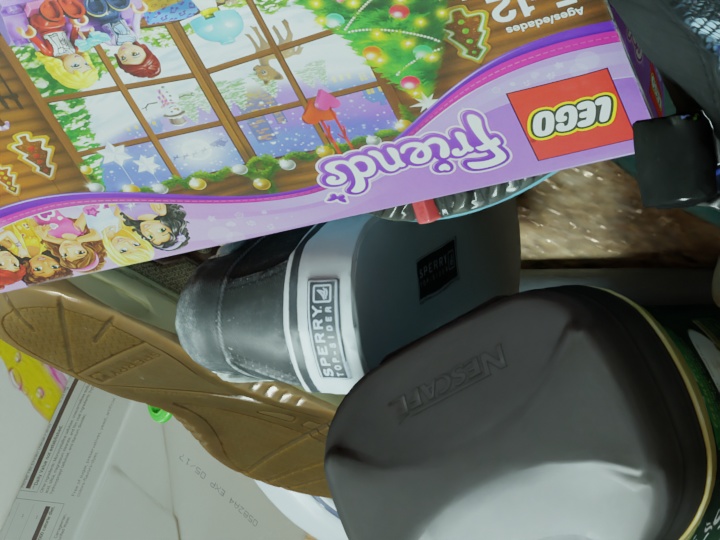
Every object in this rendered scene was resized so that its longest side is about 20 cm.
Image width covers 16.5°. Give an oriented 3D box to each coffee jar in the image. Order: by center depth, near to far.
[{"bbox_3d":[0.071,0.056,0.743,0.104,0.085,0.200,-30,166,20],"label":"coffee jar"}]

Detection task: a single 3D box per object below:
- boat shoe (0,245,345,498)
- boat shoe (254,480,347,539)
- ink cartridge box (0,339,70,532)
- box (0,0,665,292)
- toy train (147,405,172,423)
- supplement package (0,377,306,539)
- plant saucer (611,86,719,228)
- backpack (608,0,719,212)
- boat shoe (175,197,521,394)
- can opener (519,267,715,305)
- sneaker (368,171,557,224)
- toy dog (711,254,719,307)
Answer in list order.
[{"bbox_3d":[-0.039,0.019,0.852,0.200,0.072,0.072,28,147,-33],"label":"boat shoe"},{"bbox_3d":[0.037,0.092,1.067,0.200,0.072,0.062,28,135,-29],"label":"boat shoe"},{"bbox_3d":[-0.193,0.006,0.899,0.145,0.200,0.147,38,151,-31],"label":"ink cartridge box"},{"bbox_3d":[-0.038,-0.067,0.615,0.200,0.039,0.137,-12,136,17],"label":"box"},{"bbox_3d":[-0.029,0.017,0.961,0.042,0.056,0.200,4,164,-32],"label":"toy train"},{"bbox_3d":[-0.160,0.137,1.191,0.200,0.151,0.152,2,149,36],"label":"supplement package"},{"bbox_3d":[0.145,-0.062,0.696,0.200,0.036,0.200,17,154,9],"label":"plant saucer"},{"bbox_3d":[0.137,-0.116,0.425,0.200,0.183,0.147,-1,148,29],"label":"backpack"},{"bbox_3d":[0.000,0.003,0.797,0.068,0.074,0.199,-1,-167,20],"label":"boat shoe"},{"bbox_3d":[0.132,0.031,0.870,0.200,0.053,0.066,2,149,36],"label":"can opener"},{"bbox_3d":[0.002,-0.061,0.734,0.200,0.096,0.079,-1,104,40],"label":"sneaker"},{"bbox_3d":[0.164,0.009,0.667,0.132,0.096,0.200,18,155,6],"label":"toy dog"}]
